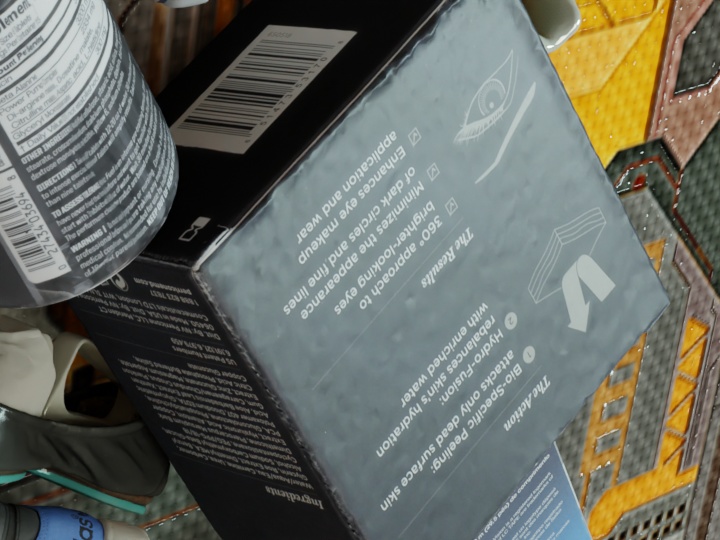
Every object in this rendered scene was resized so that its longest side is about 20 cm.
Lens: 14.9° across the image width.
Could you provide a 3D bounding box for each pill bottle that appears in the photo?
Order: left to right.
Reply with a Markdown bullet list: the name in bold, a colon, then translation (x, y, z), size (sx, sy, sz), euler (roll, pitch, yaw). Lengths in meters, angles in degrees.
- **pill bottle**: translation (-0.143, -0.086, 0.973), size (0.106, 0.106, 0.200), euler (-46, 141, -19)

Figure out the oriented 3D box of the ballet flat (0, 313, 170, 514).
- **ballet flat**: translation (-0.140, 0.054, 1.112), size (0.200, 0.068, 0.069), euler (18, 89, -64)

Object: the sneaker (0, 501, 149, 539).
- **sneaker**: translation (-0.174, 0.162, 1.136), size (0.111, 0.077, 0.200), euler (19, 132, -19)

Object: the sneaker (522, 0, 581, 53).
- **sneaker**: translation (0.064, -0.189, 1.173), size (0.076, 0.081, 0.201), euler (-28, 131, -34)

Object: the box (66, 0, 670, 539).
- **box**: translation (0.000, 0.000, 1.138), size (0.197, 0.117, 0.200), euler (-48, 125, -27)

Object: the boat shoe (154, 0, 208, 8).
- **boat shoe**: translation (-0.087, -0.187, 1.017), size (0.070, 0.071, 0.201), euler (-9, 128, -15)

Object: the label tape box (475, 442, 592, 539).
- **label tape box**: translation (0.033, 0.130, 1.356), size (0.143, 0.066, 0.200), euler (-47, 142, -17)
